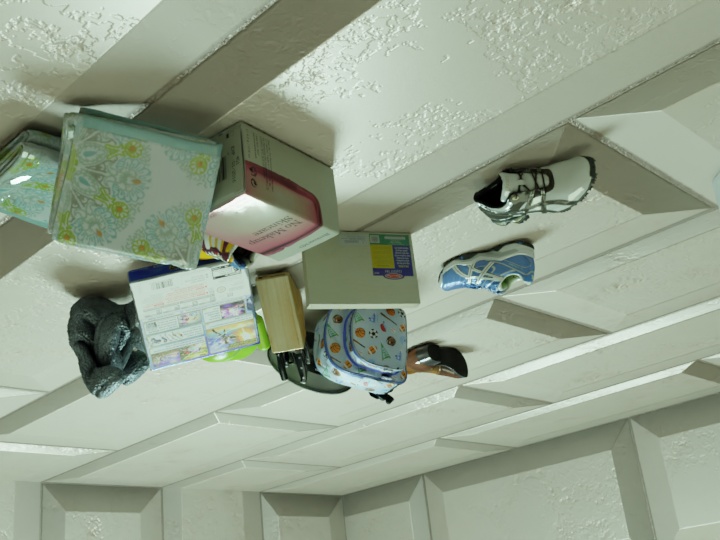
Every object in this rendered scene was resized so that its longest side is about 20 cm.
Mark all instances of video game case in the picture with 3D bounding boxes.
[{"bbox_3d":[-0.282,0.065,1.562,0.198,0.046,0.183,-13,121,-13],"label":"video game case"}]

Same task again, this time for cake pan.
[{"bbox_3d":[-0.100,0.190,1.938,0.199,0.200,0.037,8,116,-32],"label":"cake pan"}]

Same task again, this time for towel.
[{"bbox_3d":[-0.412,-0.113,1.244,0.170,0.049,0.199,-24,153,37],"label":"towel"},{"bbox_3d":[-0.289,-0.103,1.161,0.198,0.173,0.048,12,-164,-14],"label":"towel"}]

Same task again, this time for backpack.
[{"bbox_3d":[0.002,0.152,1.859,0.188,0.202,0.154,8,148,-16],"label":"backpack"}]

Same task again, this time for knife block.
[{"bbox_3d":[-0.141,0.116,1.727,0.063,0.177,0.200,-10,157,3],"label":"knife block"}]

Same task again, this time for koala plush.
[{"bbox_3d":[-0.412,0.104,1.662,0.199,0.185,0.177,-25,-178,10],"label":"koala plush"}]

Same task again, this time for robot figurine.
[{"bbox_3d":[-0.259,0.114,1.733,0.174,0.117,0.200,-5,176,13],"label":"robot figurine"}]

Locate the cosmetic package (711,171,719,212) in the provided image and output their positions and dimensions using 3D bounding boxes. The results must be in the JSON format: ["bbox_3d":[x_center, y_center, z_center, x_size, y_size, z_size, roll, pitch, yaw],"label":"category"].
[{"bbox_3d":[0.677,-0.120,1.413,0.165,0.168,0.200,-5,157,-4],"label":"cosmetic package"}]

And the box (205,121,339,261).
[{"bbox_3d":[-0.140,-0.105,1.283,0.127,0.110,0.199,-23,152,32],"label":"box"}]

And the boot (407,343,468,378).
[{"bbox_3d":[0.149,0.251,2.284,0.199,0.069,0.187,-25,152,38],"label":"boot"}]

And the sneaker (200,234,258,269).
[{"bbox_3d":[-0.215,-0.039,1.443,0.075,0.091,0.199,14,151,-41],"label":"sneaker"}]

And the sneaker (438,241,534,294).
[{"bbox_3d":[0.234,0.008,1.709,0.199,0.078,0.075,-19,157,30],"label":"sneaker"}]

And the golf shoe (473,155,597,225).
[{"bbox_3d":[0.265,-0.125,1.398,0.199,0.079,0.094,-26,151,36],"label":"golf shoe"}]

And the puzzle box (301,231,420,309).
[{"bbox_3d":[0.000,0.000,1.546,0.198,0.134,0.025,1,157,-17],"label":"puzzle box"}]
